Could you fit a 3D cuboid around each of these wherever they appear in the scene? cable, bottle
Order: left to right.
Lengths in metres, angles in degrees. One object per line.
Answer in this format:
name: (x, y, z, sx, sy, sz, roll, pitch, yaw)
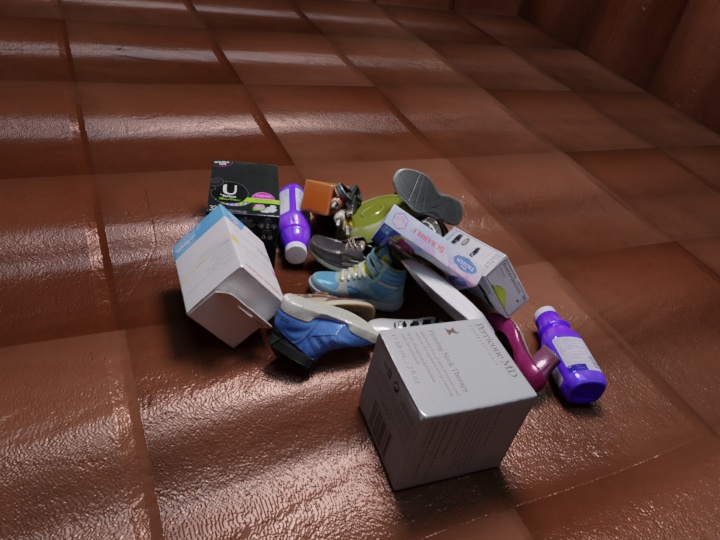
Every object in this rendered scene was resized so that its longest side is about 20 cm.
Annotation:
bottle: (-0.141, -0.098, 1.274, 0.064, 0.084, 0.203, -21, 42, 11)
cable: (-0.034, -0.154, 1.290, 0.049, 0.099, 0.201, -21, 22, 12)
bottle: (0.386, 0.154, 1.132, 0.081, 0.067, 0.203, 3, 38, -15)

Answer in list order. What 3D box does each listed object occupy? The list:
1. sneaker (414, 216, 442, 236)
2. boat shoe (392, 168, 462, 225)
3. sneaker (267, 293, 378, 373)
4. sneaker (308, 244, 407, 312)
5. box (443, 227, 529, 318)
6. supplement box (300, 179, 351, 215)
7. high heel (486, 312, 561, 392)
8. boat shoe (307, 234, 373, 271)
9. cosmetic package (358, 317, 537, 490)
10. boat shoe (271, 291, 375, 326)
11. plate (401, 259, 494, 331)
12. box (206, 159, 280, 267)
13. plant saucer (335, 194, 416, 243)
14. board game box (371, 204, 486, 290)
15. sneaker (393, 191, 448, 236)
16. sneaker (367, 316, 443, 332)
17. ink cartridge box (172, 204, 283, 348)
sneaker: (0.119, -0.066, 1.287, 0.075, 0.091, 0.199, -28, 27, -15)
boat shoe: (0.137, -0.154, 1.281, 0.198, 0.077, 0.064, 22, -8, -35)
sneaker: (-0.066, 0.122, 1.022, 0.196, 0.114, 0.077, 19, 10, -34)
sneaker: (0.000, 0.000, 1.156, 0.193, 0.133, 0.081, 8, 38, -8)
box: (0.238, 0.000, 1.192, 0.060, 0.118, 0.200, -38, 29, -5)
supplement box: (-0.070, -0.161, 1.325, 0.064, 0.071, 0.200, 13, 7, 11)
high heel: (0.279, 0.153, 1.125, 0.096, 0.068, 0.200, -43, 31, -4)
boat shoe: (-0.011, -0.037, 1.224, 0.194, 0.074, 0.076, 19, 35, -13)
cosmetic package: (0.124, 0.198, 0.914, 0.194, 0.170, 0.169, -4, 40, -24)
boat shoe: (-0.070, 0.067, 1.101, 0.193, 0.074, 0.073, -3, 40, -12)
plate: (0.177, 0.065, 1.108, 0.032, 0.200, 0.199, -46, 58, 0)
box: (-0.242, -0.121, 1.234, 0.143, 0.127, 0.203, 4, 37, -12)
plant saucer: (0.029, -0.120, 1.319, 0.194, 0.032, 0.201, -19, 24, 9)
board game box: (0.120, -0.034, 1.127, 0.196, 0.200, 0.042, 34, 82, -1)
sneaker: (0.160, -0.128, 1.424, 0.084, 0.082, 0.202, -3, 45, -39)
sneaker: (0.104, 0.112, 1.099, 0.193, 0.074, 0.073, 9, 38, -6)
ink cartridge box: (-0.225, 0.017, 1.022, 0.124, 0.129, 0.202, -37, 45, 8)
